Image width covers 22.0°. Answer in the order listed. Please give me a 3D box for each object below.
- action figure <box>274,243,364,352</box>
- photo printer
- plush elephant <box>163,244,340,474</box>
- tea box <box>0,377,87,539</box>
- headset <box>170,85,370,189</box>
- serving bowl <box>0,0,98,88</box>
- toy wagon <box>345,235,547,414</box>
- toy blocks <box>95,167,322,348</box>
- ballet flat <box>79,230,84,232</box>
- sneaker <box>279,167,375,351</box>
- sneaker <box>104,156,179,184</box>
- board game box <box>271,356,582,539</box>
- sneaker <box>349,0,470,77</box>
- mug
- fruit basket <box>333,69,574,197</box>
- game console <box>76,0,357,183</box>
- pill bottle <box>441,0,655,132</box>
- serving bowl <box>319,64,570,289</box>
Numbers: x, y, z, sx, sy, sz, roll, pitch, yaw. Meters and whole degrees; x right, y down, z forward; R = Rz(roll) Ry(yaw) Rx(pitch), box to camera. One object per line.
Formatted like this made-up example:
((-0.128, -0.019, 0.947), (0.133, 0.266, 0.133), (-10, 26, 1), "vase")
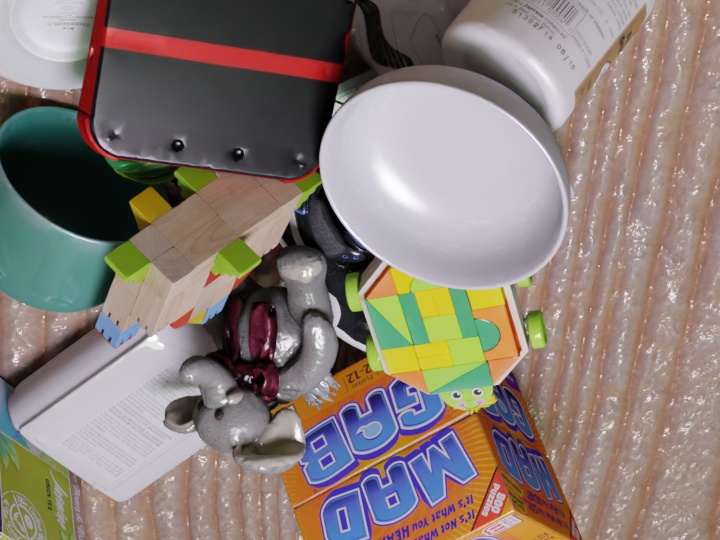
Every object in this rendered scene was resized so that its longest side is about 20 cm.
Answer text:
((-0.002, 0.031, 1.715), (0.199, 0.065, 0.099), (19, 120, -28), "action figure")
((-0.203, 0.115, 1.735), (0.199, 0.070, 0.166), (-35, 131, 15), "photo printer")
((-0.101, 0.087, 1.608), (0.164, 0.155, 0.201), (11, 138, 37), "plush elephant")
((-0.362, 0.207, 1.697), (0.133, 0.201, 0.197), (-32, 134, 16), "tea box")
((-0.079, -0.113, 1.519), (0.199, 0.094, 0.124), (-14, 119, 17), "headset")
((-0.227, -0.213, 1.414), (0.198, 0.066, 0.201), (-7, 134, -7), "serving bowl")
((0.078, 0.053, 1.565), (0.154, 0.040, 0.201), (-9, 127, 13), "toy wagon")
((-0.131, -0.005, 1.481), (0.200, 0.100, 0.137), (-37, 166, -37), "toy blocks")
((-0.223, -0.020, 1.622), (0.198, 0.068, 0.064), (-10, 162, -3), "ballet flat")
((0.000, 0.000, 1.597), (0.073, 0.112, 0.200), (-48, 112, -22), "sneaker")
((-0.127, -0.144, 1.449), (0.200, 0.074, 0.083), (-51, 165, 18), "sneaker")
((0.061, 0.201, 1.763), (0.199, 0.201, 0.200), (-30, 153, 15), "board game box")
((0.080, -0.167, 1.494), (0.115, 0.075, 0.200), (-38, 100, 9), "sneaker")
((-0.235, -0.032, 1.520), (0.184, 0.152, 0.115), (34, 126, -4), "mug")
((0.067, -0.106, 1.601), (0.184, 0.094, 0.201), (-24, 119, 9), "fruit basket")
((-0.107, -0.160, 1.406), (0.198, 0.031, 0.178), (6, 104, -22), "game console")
((0.162, -0.211, 1.428), (0.200, 0.114, 0.115), (-50, 139, -21), "pill bottle")
((0.071, -0.081, 1.426), (0.199, 0.066, 0.201), (13, 135, 13), "serving bowl")
